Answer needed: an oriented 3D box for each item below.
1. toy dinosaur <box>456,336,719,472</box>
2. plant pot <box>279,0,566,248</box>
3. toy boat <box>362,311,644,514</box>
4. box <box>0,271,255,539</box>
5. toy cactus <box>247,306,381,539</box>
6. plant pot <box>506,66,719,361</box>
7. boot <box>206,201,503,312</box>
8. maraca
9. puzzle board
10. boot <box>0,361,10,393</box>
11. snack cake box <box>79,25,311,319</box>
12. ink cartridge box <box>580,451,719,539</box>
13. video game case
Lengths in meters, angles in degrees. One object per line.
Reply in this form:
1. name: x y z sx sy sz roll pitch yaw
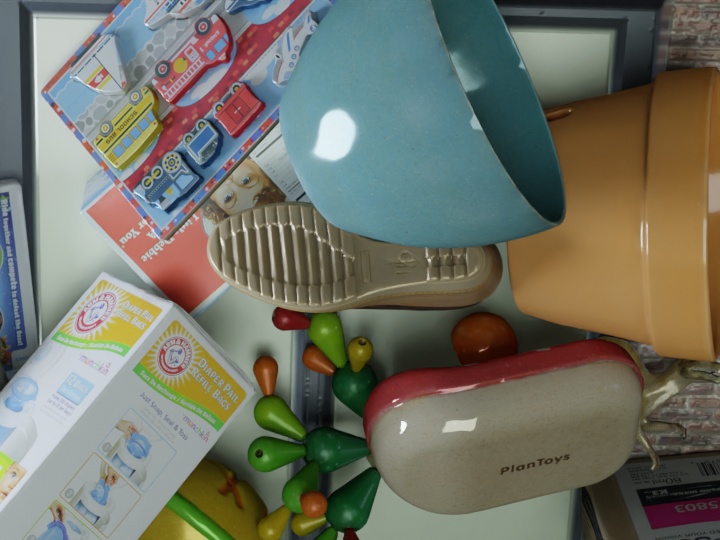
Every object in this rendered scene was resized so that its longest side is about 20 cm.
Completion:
1. toy dinosaur: 0.174 0.101 1.447 0.198 0.058 0.102 -2 87 8
2. plant pot: 0.028 -0.095 1.213 0.134 0.201 0.201 -24 111 18
3. toy boat: 0.097 0.087 1.372 0.198 0.131 0.131 -11 141 -10
4. box: -0.188 0.115 1.347 0.200 0.112 0.101 -51 125 -13
5. toy cactus: -0.003 0.127 1.417 0.164 0.102 0.202 1 80 -27
6. plant pot: 0.179 -0.038 1.328 0.139 0.200 0.202 0 111 13
7. boot: 0.000 0.000 1.338 0.198 0.166 0.073 4 85 4
8. maraca: -0.108 0.211 1.433 0.200 0.137 0.107 46 74 -24
9. puzzle board: -0.112 -0.143 1.303 0.200 0.017 0.151 -46 70 9
10. boot: -0.290 0.158 1.401 0.181 0.073 0.201 -31 127 -8
11. snack cake box: -0.088 -0.073 1.355 0.200 0.067 0.115 -40 108 11
12. ink cartridge box: 0.273 0.201 1.427 0.198 0.165 0.076 -5 110 -2
13. video game case: -0.333 0.020 1.368 0.198 0.018 0.145 -11 112 -20
